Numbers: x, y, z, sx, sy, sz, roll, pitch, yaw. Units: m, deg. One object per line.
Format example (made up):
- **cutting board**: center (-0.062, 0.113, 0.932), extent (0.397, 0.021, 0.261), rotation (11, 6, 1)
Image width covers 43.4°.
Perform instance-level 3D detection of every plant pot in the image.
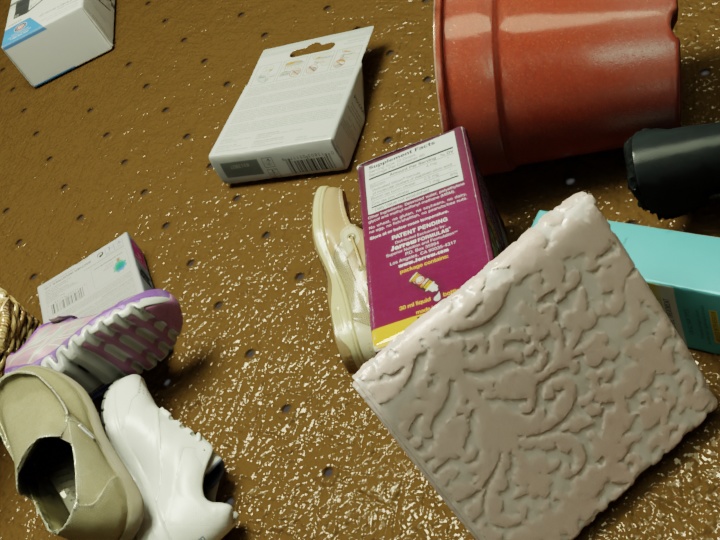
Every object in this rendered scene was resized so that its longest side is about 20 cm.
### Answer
- **plant pot**: center (0.179, -0.183, 0.801), extent (0.193, 0.202, 0.202), rotation (-2, 52, 17)

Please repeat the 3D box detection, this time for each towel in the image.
- **towel**: center (0.123, 0.080, 0.611), extent (0.199, 0.192, 0.032), rotation (-39, 15, -6)

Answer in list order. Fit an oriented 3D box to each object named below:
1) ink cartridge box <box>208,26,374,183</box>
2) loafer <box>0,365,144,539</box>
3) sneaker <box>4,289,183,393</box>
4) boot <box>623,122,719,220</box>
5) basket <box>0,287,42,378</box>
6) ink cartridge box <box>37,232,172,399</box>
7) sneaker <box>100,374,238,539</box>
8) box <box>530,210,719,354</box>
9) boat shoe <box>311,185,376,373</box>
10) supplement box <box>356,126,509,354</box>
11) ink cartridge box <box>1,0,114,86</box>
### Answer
- **ink cartridge box**: center (-0.068, -0.190, 1.043), extent (0.161, 0.057, 0.201), rotation (-5, 43, 26)
- **loafer**: center (-0.249, 0.143, 0.732), extent (0.200, 0.068, 0.076), rotation (38, 95, 32)
- **sneaker**: center (-0.261, 0.070, 0.850), extent (0.199, 0.081, 0.089), rotation (-33, 44, 4)
- **boot**: center (0.280, -0.082, 0.667), extent (0.166, 0.200, 0.077), rotation (-7, 90, 23)
- **basket**: center (-0.439, 0.097, 0.929), extent (0.142, 0.149, 0.201), rotation (3, 54, 31)
- **ink cartridge box**: center (-0.267, 0.059, 0.941), extent (0.119, 0.042, 0.201), rotation (-31, 43, 1)
- **sneaker**: center (-0.164, 0.166, 0.782), extent (0.087, 0.075, 0.201), rotation (-28, 53, -6)
- **box**: center (0.223, 0.012, 0.676), extent (0.199, 0.082, 0.049), rotation (12, 60, 36)
- **boat shoe**: center (0.000, 0.000, 0.827), extent (0.064, 0.071, 0.201), rotation (-17, 54, 7)
- **supplement box**: center (0.070, 0.006, 0.733), extent (0.102, 0.131, 0.201), rotation (-18, 46, 15)
- **ink cartridge box**: center (-0.465, -0.400, 1.408), extent (0.144, 0.084, 0.201), rotation (-23, 45, 11)
